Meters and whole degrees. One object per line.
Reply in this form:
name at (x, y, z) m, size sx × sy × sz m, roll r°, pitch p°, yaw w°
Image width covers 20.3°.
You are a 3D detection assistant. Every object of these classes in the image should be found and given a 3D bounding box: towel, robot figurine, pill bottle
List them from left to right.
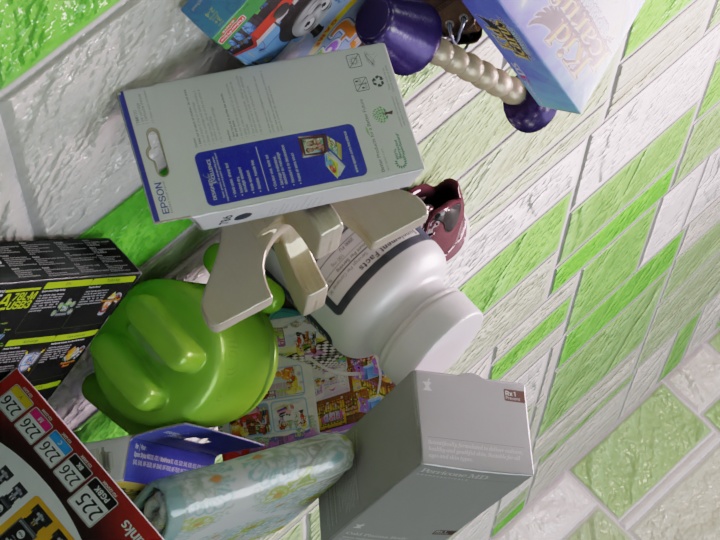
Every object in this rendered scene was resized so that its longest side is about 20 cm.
robot figurine at (-0.137, 0.067, 1.604) m, size 0.176 × 0.116 × 0.200 m, roll -48°, pitch 163°, yaw 12°
towel at (-0.114, 0.193, 1.648) m, size 0.170 × 0.048 × 0.200 m, roll -17°, pitch 165°, yaw -28°
pill bottle at (0.000, 0.000, 1.630) m, size 0.119 × 0.200 × 0.120 m, roll -40°, pitch 162°, yaw -15°

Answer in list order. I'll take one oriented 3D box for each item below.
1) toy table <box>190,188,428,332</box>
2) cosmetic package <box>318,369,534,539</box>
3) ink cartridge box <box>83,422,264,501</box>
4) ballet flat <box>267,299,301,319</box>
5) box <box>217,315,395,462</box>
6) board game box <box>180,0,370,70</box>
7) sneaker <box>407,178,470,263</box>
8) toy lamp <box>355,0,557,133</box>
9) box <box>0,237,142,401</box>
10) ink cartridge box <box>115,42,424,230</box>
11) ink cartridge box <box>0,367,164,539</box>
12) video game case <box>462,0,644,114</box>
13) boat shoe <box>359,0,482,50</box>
toy table at (-0.055, -0.045, 1.482) m, size 0.183 × 0.118 × 0.200 m, roll -30°, pitch 167°, yaw -2°
cosmetic package at (0.049, 0.159, 1.627) m, size 0.106 × 0.091 × 0.200 m, roll 7°, pitch 154°, yaw -22°
ink cartridge box at (-0.199, 0.167, 1.631) m, size 0.198 × 0.047 × 0.198 m, roll -8°, pitch 168°, yaw 15°
ballet flat at (-0.044, 0.016, 1.803) m, size 0.200 × 0.068 × 0.068 m, roll 110°, pitch 2°, yaw -56°
box at (-0.029, 0.105, 1.751) m, size 0.198 × 0.138 × 0.039 m, roll -8°, pitch 176°, yaw 3°
board game box at (-0.030, -0.200, 1.390) m, size 0.151 × 0.037 × 0.200 m, roll -47°, pitch 164°, yaw 5°
sneaker at (0.030, -0.016, 1.904) m, size 0.200 × 0.075 × 0.116 m, roll -50°, pitch 161°, yaw -24°
toy lamp at (0.072, -0.153, 1.485) m, size 0.199 × 0.058 × 0.058 m, roll 22°, pitch 114°, yaw -45°
box at (-0.269, 0.063, 1.410) m, size 0.194 × 0.047 × 0.200 m, roll -54°, pitch 160°, yaw 19°
ink cartridge box at (-0.063, -0.089, 1.366) m, size 0.198 × 0.100 × 0.039 m, roll -11°, pitch 166°, yaw -21°
ink cartridge box at (-0.236, 0.205, 1.394) m, size 0.175 × 0.200 × 0.084 m, roll -41°, pitch 162°, yaw -10°
video game case at (0.147, -0.245, 1.461) m, size 0.182 × 0.045 × 0.200 m, roll -58°, pitch 136°, yaw -14°
boat shoe at (0.064, -0.207, 1.529) m, size 0.200 × 0.072 × 0.072 m, roll -46°, pitch 163°, yaw 2°
